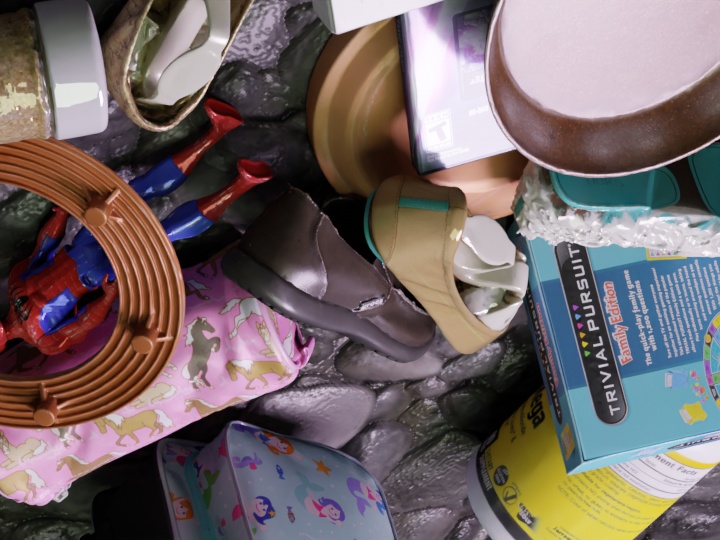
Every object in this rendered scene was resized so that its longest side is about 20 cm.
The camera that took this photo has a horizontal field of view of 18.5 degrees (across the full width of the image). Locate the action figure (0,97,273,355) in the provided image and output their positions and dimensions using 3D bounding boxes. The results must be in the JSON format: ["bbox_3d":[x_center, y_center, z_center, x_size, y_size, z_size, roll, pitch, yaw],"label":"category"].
[{"bbox_3d":[-0.140,-0.013,1.201,0.200,0.066,0.052,-39,162,20],"label":"action figure"}]

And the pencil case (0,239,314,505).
[{"bbox_3d":[-0.128,0.059,1.271,0.199,0.083,0.087,-27,139,7],"label":"pencil case"}]

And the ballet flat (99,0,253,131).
[{"bbox_3d":[-0.067,-0.146,1.079,0.070,0.066,0.201,6,134,-30],"label":"ballet flat"}]

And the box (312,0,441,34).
[{"bbox_3d":[0.063,-0.208,1.046,0.198,0.036,0.145,-20,127,-13],"label":"box"}]

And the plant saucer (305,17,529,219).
[{"bbox_3d":[0.069,-0.095,1.218,0.198,0.032,0.201,-12,140,-10],"label":"plant saucer"}]

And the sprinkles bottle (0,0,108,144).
[{"bbox_3d":[-0.225,-0.085,1.079,0.198,0.069,0.069,-10,139,-11],"label":"sprinkles bottle"}]

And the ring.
[{"bbox_3d":[-0.192,0.009,1.173,0.198,0.019,0.202,5,127,7],"label":"ring"}]

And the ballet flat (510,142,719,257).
[{"bbox_3d":[0.173,-0.038,1.261,0.198,0.072,0.072,5,134,-22],"label":"ballet flat"}]

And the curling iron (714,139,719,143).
[{"bbox_3d":[0.218,-0.089,1.290,0.198,0.026,0.050,-23,137,3],"label":"curling iron"}]

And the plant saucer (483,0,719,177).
[{"bbox_3d":[0.146,-0.135,1.096,0.198,0.035,0.201,-15,135,-15],"label":"plant saucer"}]

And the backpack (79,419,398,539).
[{"bbox_3d":[-0.054,0.195,1.381,0.150,0.179,0.199,-36,142,26],"label":"backpack"}]

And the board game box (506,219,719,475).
[{"bbox_3d":[0.201,0.024,1.311,0.198,0.152,0.047,-11,168,-9],"label":"board game box"}]

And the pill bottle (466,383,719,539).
[{"bbox_3d":[0.168,0.101,1.414,0.112,0.113,0.200,20,125,-37],"label":"pill bottle"}]

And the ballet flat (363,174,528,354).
[{"bbox_3d":[0.062,0.002,1.241,0.062,0.069,0.200,-2,163,21],"label":"ballet flat"}]

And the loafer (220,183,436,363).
[{"bbox_3d":[0.000,0.000,1.241,0.072,0.073,0.200,-58,155,6],"label":"loafer"}]

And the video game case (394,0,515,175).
[{"bbox_3d":[0.085,-0.152,1.132,0.142,0.019,0.201,-16,128,-11],"label":"video game case"}]
